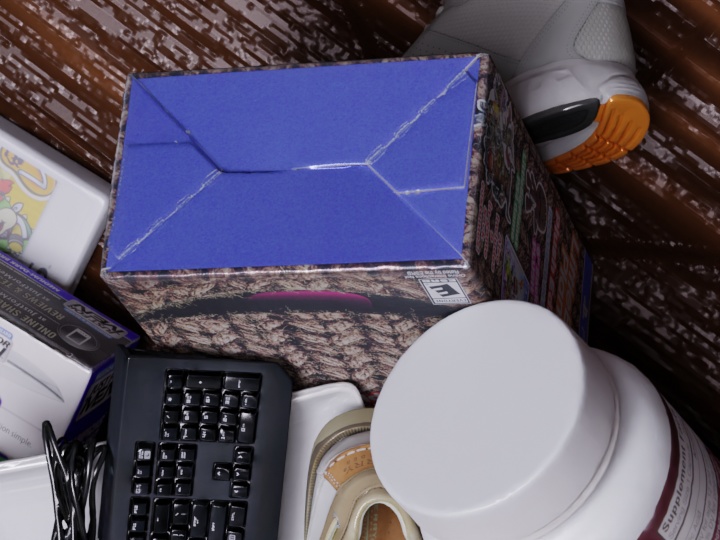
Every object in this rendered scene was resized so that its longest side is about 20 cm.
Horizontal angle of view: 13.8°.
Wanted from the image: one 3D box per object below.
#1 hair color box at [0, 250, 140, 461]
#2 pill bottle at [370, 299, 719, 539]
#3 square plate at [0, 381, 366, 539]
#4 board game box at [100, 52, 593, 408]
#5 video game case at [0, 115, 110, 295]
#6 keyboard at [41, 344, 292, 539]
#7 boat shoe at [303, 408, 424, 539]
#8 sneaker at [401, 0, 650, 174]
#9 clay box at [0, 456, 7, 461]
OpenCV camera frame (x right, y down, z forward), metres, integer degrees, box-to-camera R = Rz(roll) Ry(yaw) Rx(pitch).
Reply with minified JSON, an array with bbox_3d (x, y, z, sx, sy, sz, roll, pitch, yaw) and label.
[{"bbox_3d":[-0.196,0.094,1.419,0.109,0.065,0.201,31,114,11],"label":"hair color box"},{"bbox_3d":[0.094,0.103,1.218,0.114,0.115,0.200,-23,138,21],"label":"pill bottle"},{"bbox_3d":[-0.073,0.153,1.313,0.197,0.028,0.201,-14,113,4],"label":"square plate"},{"bbox_3d":[0.000,0.000,1.277,0.158,0.200,0.097,-2,64,18],"label":"board game box"},{"bbox_3d":[-0.238,-0.012,1.450,0.199,0.023,0.183,31,111,7],"label":"video game case"},{"bbox_3d":[-0.088,0.131,1.267,0.103,0.040,0.201,5,112,-4],"label":"keyboard"},{"bbox_3d":[0.004,0.163,1.266,0.074,0.068,0.201,-5,114,-1],"label":"boat shoe"},{"bbox_3d":[0.042,-0.081,1.328,0.199,0.076,0.093,-16,64,34],"label":"sneaker"},{"bbox_3d":[-0.168,0.196,1.381,0.114,0.048,0.201,27,110,2],"label":"clay box"}]
